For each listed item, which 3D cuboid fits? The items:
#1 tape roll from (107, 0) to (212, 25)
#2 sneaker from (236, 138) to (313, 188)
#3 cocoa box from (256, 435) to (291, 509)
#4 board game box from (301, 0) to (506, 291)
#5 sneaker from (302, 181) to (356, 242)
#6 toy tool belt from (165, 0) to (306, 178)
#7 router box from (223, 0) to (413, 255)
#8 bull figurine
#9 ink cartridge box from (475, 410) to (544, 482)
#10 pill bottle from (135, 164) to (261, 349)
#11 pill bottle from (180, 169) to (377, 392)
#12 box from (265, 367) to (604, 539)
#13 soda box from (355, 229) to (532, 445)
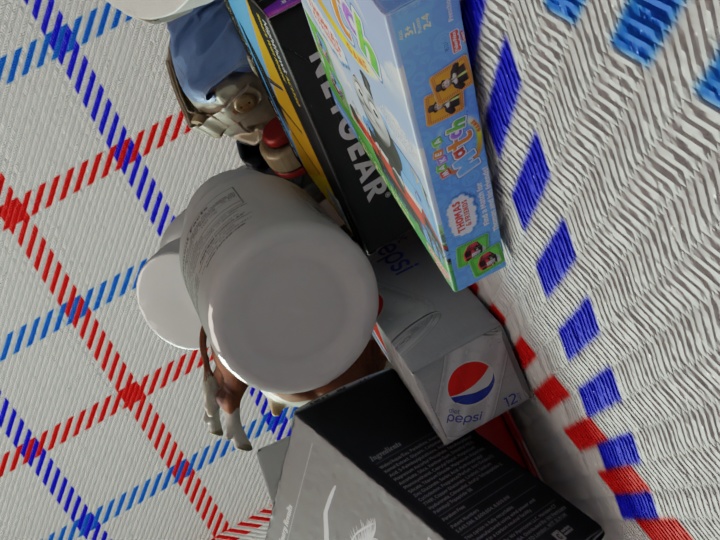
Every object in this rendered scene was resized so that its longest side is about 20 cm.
[{"bbox_3d":[-0.138,-0.257,0.673,0.202,0.037,0.205,28,132,36],"label":"tape roll"},{"bbox_3d":[-0.082,-0.139,1.017,0.074,0.080,0.201,82,164,-44],"label":"sneaker"},{"bbox_3d":[0.011,0.237,0.921,0.132,0.132,0.201,70,176,-48],"label":"cocoa box"},{"bbox_3d":[0.011,-0.102,0.524,0.152,0.036,0.201,60,174,34],"label":"board game box"},{"bbox_3d":[0.000,0.000,0.968,0.079,0.074,0.201,39,163,50],"label":"sneaker"},{"bbox_3d":[-0.108,-0.174,0.937,0.123,0.124,0.201,54,-178,-47],"label":"toy tool belt"},{"bbox_3d":[-0.034,-0.130,0.758,0.149,0.051,0.201,54,171,48],"label":"router box"},{"bbox_3d":[-0.036,0.091,0.871,0.065,0.197,0.123,22,-98,-82],"label":"bull figurine"},{"bbox_3d":[0.088,0.145,0.909,0.117,0.067,0.200,63,175,-11],"label":"ink cartridge box"},{"bbox_3d":[-0.117,-0.014,0.989,0.115,0.113,0.200,63,-153,-14],"label":"pill bottle"},{"bbox_3d":[-0.068,-0.004,0.777,0.115,0.113,0.200,64,173,-24],"label":"pill bottle"},{"bbox_3d":[0.040,0.188,0.745,0.199,0.104,0.150,36,126,31],"label":"box"},{"bbox_3d":[0.043,0.035,0.772,0.064,0.068,0.200,64,176,-28],"label":"soda box"}]
